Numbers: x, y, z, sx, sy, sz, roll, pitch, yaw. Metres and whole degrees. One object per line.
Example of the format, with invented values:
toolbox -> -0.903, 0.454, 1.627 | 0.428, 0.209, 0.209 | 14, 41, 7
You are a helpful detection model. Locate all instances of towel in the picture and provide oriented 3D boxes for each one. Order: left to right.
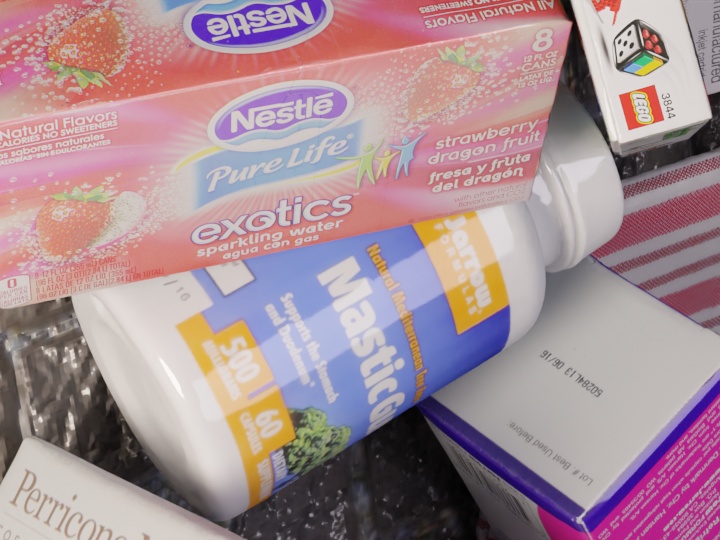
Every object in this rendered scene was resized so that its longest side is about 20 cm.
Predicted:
towel -> 0.118, 0.039, 0.887 | 0.146, 0.030, 0.201 | -18, 128, -38

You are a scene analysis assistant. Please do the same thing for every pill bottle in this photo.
pill bottle -> 0.000, 0.000, 0.721 | 0.199, 0.112, 0.112 | -30, 118, -18

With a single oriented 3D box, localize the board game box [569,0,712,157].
board game box -> 0.090, -0.106, 0.672 | 0.200, 0.034, 0.127 | -19, 93, -82

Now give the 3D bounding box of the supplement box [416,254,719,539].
supplement box -> 0.118, 0.099, 0.825 | 0.103, 0.101, 0.200 | -44, 140, -14

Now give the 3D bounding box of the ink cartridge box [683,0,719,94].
ink cartridge box -> 0.205, -0.171, 0.815 | 0.199, 0.084, 0.146 | -16, 141, -3

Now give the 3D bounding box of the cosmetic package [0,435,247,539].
cosmetic package -> -0.069, 0.197, 0.676 | 0.166, 0.167, 0.201 | 35, 78, -40

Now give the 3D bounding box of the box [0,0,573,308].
box -> -0.042, -0.070, 0.636 | 0.199, 0.103, 0.095 | -11, 146, -14
